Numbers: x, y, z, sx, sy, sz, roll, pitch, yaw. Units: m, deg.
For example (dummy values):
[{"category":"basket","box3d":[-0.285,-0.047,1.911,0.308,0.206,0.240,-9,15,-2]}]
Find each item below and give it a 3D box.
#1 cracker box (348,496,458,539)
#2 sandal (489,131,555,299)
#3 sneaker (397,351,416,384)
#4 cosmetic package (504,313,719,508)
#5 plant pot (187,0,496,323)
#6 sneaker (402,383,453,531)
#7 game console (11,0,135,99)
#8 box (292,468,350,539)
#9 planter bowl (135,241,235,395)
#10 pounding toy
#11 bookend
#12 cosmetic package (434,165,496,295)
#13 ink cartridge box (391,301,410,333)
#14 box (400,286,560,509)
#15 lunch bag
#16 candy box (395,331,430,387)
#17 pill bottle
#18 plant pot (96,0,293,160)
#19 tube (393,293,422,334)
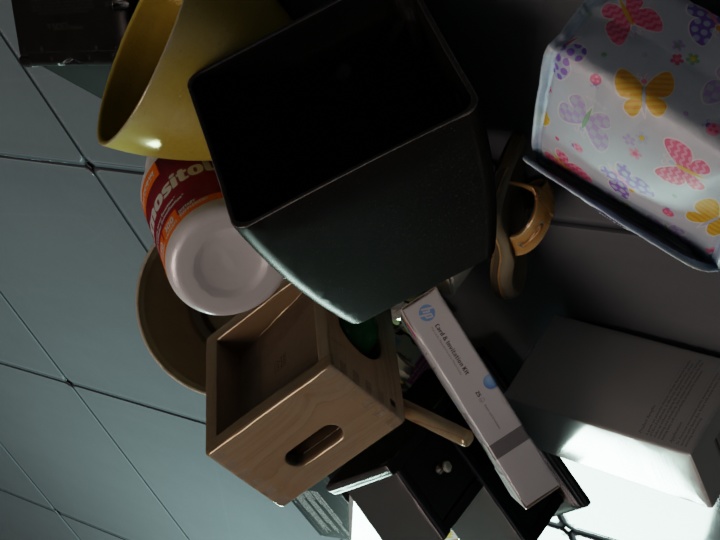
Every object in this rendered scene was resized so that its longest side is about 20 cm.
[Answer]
[{"category":"cracker box","box3d":[0.054,0.265,1.804,0.132,0.058,0.201,-2,147,-4]},{"category":"sandal","box3d":[0.139,-0.044,1.302,0.053,0.081,0.201,12,146,16]},{"category":"sneaker","box3d":[-0.047,0.101,1.537,0.198,0.089,0.077,16,169,1]},{"category":"cosmetic package","box3d":[0.242,0.122,1.378,0.199,0.108,0.085,16,148,41]},{"category":"plant pot","box3d":[0.004,-0.080,1.213,0.178,0.198,0.201,59,-174,-42]},{"category":"sneaker","box3d":[0.047,0.183,1.611,0.201,0.078,0.085,57,-178,-5]},{"category":"game console","box3d":[-0.249,-0.244,1.540,0.199,0.116,0.178,7,108,45]},{"category":"box","box3d":[-0.045,0.252,1.953,0.141,0.079,0.201,0,133,54]},{"category":"planter bowl","box3d":[-0.134,0.034,1.649,0.200,0.201,0.135,39,178,1]},{"category":"pounding toy","box3d":[-0.024,0.108,1.406,0.199,0.185,0.142,-36,124,23]},{"category":"bookend","box3d":[0.099,0.217,1.495,0.092,0.200,0.200,-26,103,45]},{"category":"cosmetic package","box3d":[0.023,-0.069,1.371,0.199,0.105,0.071,23,150,26]},{"category":"ink cartridge box","box3d":[-0.035,0.006,1.504,0.199,0.051,0.109,22,147,-30]},{"category":"box","box3d":[0.104,0.114,1.376,0.201,0.041,0.156,57,179,5]},{"category":"lunch bag","box3d":[0.212,-0.089,1.089,0.169,0.127,0.200,34,159,15]},{"category":"candy box","box3d":[0.079,0.154,1.674,0.199,0.061,0.137,31,150,14]},{"category":"pill bottle","box3d":[-0.139,-0.054,1.397,0.113,0.112,0.200,59,180,-34]},{"category":"plant pot","box3d":[-0.125,-0.176,1.337,0.141,0.202,0.200,22,159,-22]},{"category":"tube","box3d":[0.000,0.000,1.564,0.199,0.052,0.058,38,-168,-7]}]
